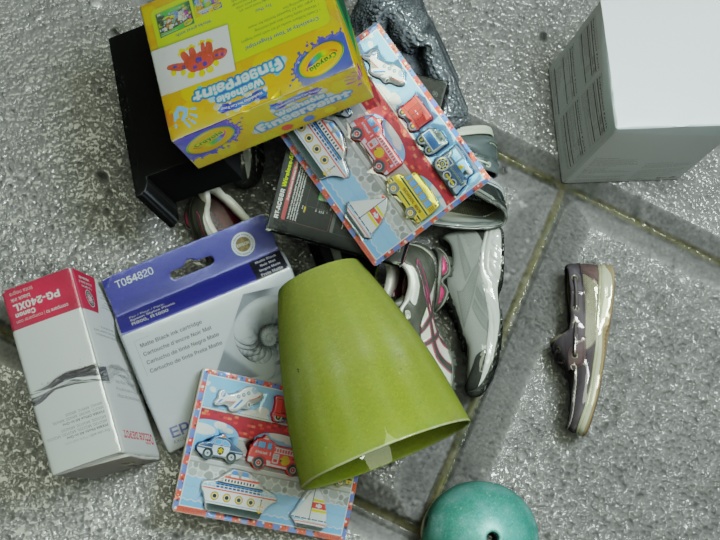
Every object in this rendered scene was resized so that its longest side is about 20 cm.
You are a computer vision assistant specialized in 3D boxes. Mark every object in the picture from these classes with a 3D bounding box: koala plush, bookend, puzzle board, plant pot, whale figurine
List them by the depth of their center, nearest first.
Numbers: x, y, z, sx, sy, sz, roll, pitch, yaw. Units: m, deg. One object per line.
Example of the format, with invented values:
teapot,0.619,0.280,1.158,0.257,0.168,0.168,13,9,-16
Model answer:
puzzle board,0.016,-0.129,1.458,0.150,0.017,0.201,-36,86,5
plant pot,-0.010,0.098,1.472,0.186,0.187,0.202,-19,77,-13
whale figurine,0.126,0.327,1.530,0.157,0.104,0.202,12,75,-6
puzzle board,-0.091,0.200,1.530,0.198,0.017,0.152,14,84,-20
bookend,-0.151,-0.181,1.532,0.198,0.092,0.200,-20,65,11
koala plush,-0.004,-0.226,1.611,0.199,0.178,0.185,-24,113,9

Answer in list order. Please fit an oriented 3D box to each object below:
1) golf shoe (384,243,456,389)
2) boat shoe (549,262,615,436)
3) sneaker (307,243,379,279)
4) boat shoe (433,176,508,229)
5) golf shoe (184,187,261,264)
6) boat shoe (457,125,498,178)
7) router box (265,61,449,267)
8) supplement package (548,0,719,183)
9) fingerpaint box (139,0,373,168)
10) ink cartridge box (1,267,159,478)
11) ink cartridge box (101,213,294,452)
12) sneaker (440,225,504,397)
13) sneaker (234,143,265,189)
golf shoe,0.053,0.070,1.568,0.088,0.077,0.202,8,77,-50
boat shoe,0.248,0.087,1.629,0.064,0.072,0.202,9,78,6
sneaker,0.000,0.000,1.607,0.082,0.072,0.202,-17,80,-14
boat shoe,0.077,-0.088,1.602,0.198,0.071,0.073,4,115,-17
golf shoe,-0.128,-0.006,1.582,0.077,0.088,0.201,-36,85,-17
boat shoe,0.069,-0.120,1.648,0.198,0.073,0.062,-12,74,-17
router box,-0.002,-0.118,1.500,0.148,0.062,0.202,15,93,5
supplement package,0.323,-0.203,1.639,0.150,0.200,0.152,-3,77,-10
fingerpaint box,-0.106,-0.221,1.440,0.198,0.073,0.168,-21,66,10
ink cartridge box,-0.289,0.113,1.490,0.083,0.145,0.202,-18,79,4
ink cartridge box,-0.153,0.067,1.535,0.198,0.041,0.202,-23,106,-9
sneaker,0.124,0.046,1.622,0.078,0.074,0.202,1,71,3
sneaker,-0.162,-0.184,1.637,0.079,0.074,0.202,-15,74,3
